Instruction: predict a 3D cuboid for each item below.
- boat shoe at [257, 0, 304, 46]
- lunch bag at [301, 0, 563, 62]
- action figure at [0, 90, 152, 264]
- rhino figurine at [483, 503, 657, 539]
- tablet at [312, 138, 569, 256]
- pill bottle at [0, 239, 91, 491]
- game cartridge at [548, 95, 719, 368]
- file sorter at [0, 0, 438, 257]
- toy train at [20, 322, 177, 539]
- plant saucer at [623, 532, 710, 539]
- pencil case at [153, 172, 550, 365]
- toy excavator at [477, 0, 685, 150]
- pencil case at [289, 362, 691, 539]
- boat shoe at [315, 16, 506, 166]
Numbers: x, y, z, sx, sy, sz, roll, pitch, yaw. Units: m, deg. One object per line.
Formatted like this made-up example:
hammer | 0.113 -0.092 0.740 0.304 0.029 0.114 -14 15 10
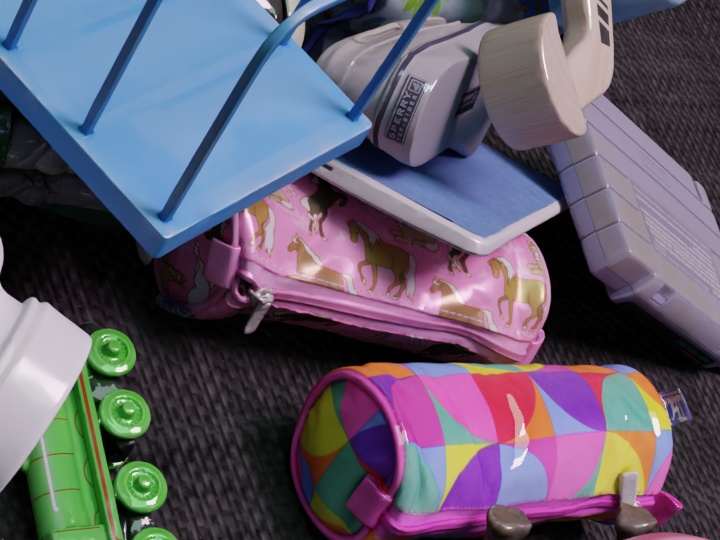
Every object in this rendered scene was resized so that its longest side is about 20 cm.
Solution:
boat shoe | -0.088 -0.193 0.909 0.063 0.074 0.203 4 57 -39
lunch bag | 0.012 -0.206 0.967 0.169 0.127 0.202 -1 71 -43
action figure | -0.170 -0.056 0.727 0.198 0.118 0.055 18 60 -19
rhino figurine | 0.127 0.160 0.819 0.198 0.088 0.060 7 22 -37
tablet | 0.032 -0.052 0.872 0.129 0.014 0.200 29 17 13
pill bottle | -0.202 0.003 0.630 0.199 0.112 0.113 37 42 -13
game cartridge | 0.164 -0.023 0.982 0.200 0.038 0.131 31 43 -52
file sorter | -0.079 -0.136 0.677 0.200 0.123 0.138 47 42 10
toy train | -0.103 0.111 0.690 0.056 0.042 0.202 -2 60 -29
plant saucer | 0.109 0.208 0.730 0.199 0.051 0.203 -5 99 -37
pencil case | 0.000 0.000 0.831 0.199 0.082 0.088 13 72 -35
toy excavator | 0.118 -0.152 0.869 0.194 0.099 0.202 10 71 -56
pencil case | 0.065 0.085 0.820 0.198 0.088 0.089 2 58 -37
boat shoe | 0.028 -0.093 0.858 0.065 0.073 0.200 25 20 12
